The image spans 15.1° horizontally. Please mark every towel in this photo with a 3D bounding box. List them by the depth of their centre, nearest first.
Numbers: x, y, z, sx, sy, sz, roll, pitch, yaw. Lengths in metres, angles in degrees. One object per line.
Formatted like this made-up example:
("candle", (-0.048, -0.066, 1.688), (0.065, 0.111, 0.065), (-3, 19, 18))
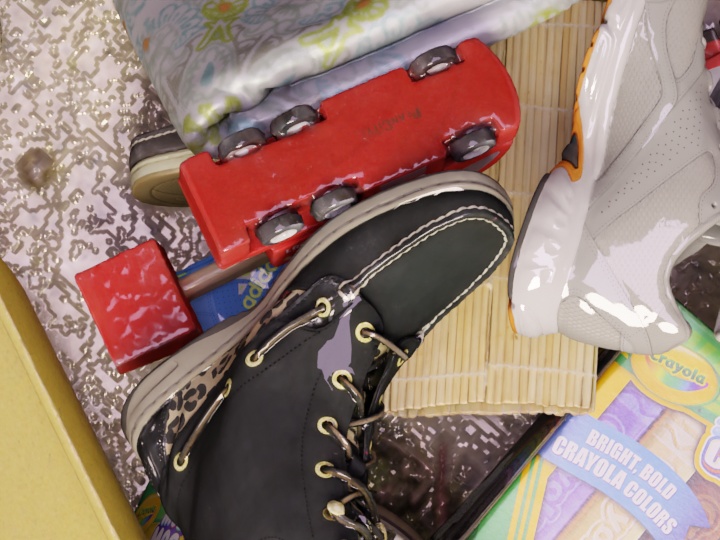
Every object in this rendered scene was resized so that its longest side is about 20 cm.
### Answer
("towel", (-0.008, -0.134, 1.241), (0.200, 0.171, 0.048), (-24, 120, -4))

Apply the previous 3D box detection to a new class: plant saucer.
("plant saucer", (-0.181, 0.099, 1.231), (0.200, 0.048, 0.200), (-28, 87, 38))

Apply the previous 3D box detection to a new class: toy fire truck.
("toy fire truck", (-0.028, -0.027, 1.198), (0.200, 0.141, 0.049), (-24, 78, -9))

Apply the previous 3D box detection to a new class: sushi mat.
("sushi mat", (0.063, -0.030, 1.224), (0.096, 0.012, 0.200), (0, 71, 13))

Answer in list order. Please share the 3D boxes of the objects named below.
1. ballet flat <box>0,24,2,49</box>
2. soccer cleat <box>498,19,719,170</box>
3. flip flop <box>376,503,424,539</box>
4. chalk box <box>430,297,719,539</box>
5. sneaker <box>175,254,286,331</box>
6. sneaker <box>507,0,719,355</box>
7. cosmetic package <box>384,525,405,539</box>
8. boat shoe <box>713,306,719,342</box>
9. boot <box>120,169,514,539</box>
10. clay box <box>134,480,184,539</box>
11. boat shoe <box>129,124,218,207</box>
("ballet flat", (-0.238, -0.176, 1.275), (0.068, 0.075, 0.200), (-31, 88, -6))
("soccer cleat", (0.132, -0.055, 1.286), (0.200, 0.069, 0.085), (-25, 95, -15))
("flip flop", (0.013, 0.190, 1.258), (0.081, 0.058, 0.200), (-26, 93, 38))
("chalk box", (0.144, 0.094, 1.251), (0.124, 0.124, 0.200), (42, 86, 1))
("sneaker", (0.000, 0.000, 1.275), (0.200, 0.076, 0.105), (-22, 87, -3))
("sneaker", (0.134, -0.053, 1.180), (0.092, 0.076, 0.200), (18, 79, 10))
("cosmetic package", (0.055, 0.203, 1.184), (0.200, 0.103, 0.087), (39, 83, -11))
("boat shoe", (0.194, -0.038, 1.218), (0.070, 0.071, 0.200), (24, 56, -13))
("boot", (-0.002, 0.067, 1.120), (0.204, 0.073, 0.154), (-37, 45, 17))
("clay box", (-0.095, 0.173, 1.235), (0.048, 0.115, 0.200), (26, 85, -18))
("boat shoe", (-0.018, -0.083, 1.286), (0.201, 0.072, 0.066), (-15, 78, -11))
